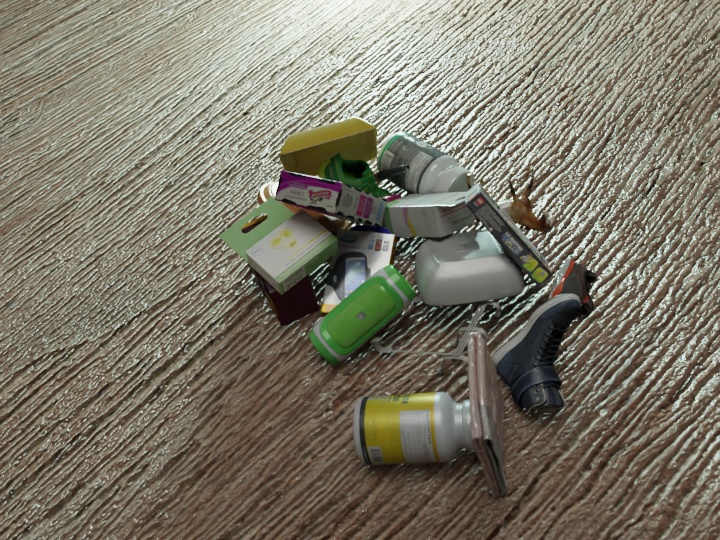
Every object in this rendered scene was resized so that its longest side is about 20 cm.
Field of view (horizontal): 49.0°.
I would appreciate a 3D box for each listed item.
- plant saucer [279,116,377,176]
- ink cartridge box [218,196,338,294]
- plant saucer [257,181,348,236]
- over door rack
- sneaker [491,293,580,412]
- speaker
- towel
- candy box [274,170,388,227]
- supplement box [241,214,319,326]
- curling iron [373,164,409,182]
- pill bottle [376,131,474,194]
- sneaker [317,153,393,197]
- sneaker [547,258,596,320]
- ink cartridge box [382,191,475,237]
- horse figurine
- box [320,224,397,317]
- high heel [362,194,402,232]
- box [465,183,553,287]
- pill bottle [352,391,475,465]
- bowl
[{"bbox_3d":[-0.067,-0.255,1.631,0.200,0.200,0.049,-16,80,-1],"label":"plant saucer"},{"bbox_3d":[-0.161,-0.063,1.503,0.145,0.048,0.200,-39,62,-21],"label":"ink cartridge box"},{"bbox_3d":[-0.117,-0.133,1.652,0.200,0.032,0.200,21,27,-11],"label":"plant saucer"},{"bbox_3d":[0.142,0.110,1.449,0.200,0.067,0.148,8,49,33],"label":"over door rack"},{"bbox_3d":[0.318,0.147,1.313,0.077,0.202,0.146,13,38,-33],"label":"sneaker"},{"bbox_3d":[0.003,0.080,1.443,0.200,0.088,0.088,-41,51,5],"label":"speaker"},{"bbox_3d":[0.202,0.227,1.238,0.032,0.200,0.191,-8,48,14],"label":"towel"},{"bbox_3d":[-0.052,-0.134,1.505,0.136,0.200,0.061,15,93,27],"label":"candy box"},{"bbox_3d":[-0.167,-0.004,1.570,0.086,0.110,0.200,-25,49,-11],"label":"supplement box"},{"bbox_3d":[0.035,-0.211,1.704,0.026,0.050,0.200,-30,19,-32],"label":"curling iron"},{"bbox_3d":[0.139,-0.210,1.691,0.113,0.113,0.200,-39,54,-22],"label":"pill bottle"},{"bbox_3d":[0.004,-0.180,1.656,0.084,0.200,0.074,-40,42,32],"label":"sneaker"},{"bbox_3d":[0.382,0.062,1.437,0.082,0.077,0.200,21,58,14],"label":"sneaker"},{"bbox_3d":[0.144,-0.110,1.561,0.117,0.067,0.200,-24,18,-41],"label":"ink cartridge box"},{"bbox_3d":[0.284,-0.137,1.610,0.200,0.133,0.050,-5,27,17],"label":"horse figurine"},{"bbox_3d":[0.000,0.000,1.538,0.119,0.041,0.200,6,73,14],"label":"box"},{"bbox_3d":[0.032,-0.076,1.618,0.200,0.067,0.096,-39,43,-16],"label":"high heel"},{"bbox_3d":[0.268,-0.067,1.434,0.035,0.200,0.110,-41,6,16],"label":"box"},{"bbox_3d":[0.095,0.256,1.282,0.200,0.112,0.112,-6,48,12],"label":"pill bottle"},{"bbox_3d":[0.201,-0.015,1.486,0.200,0.075,0.200,-7,25,1],"label":"bowl"}]
